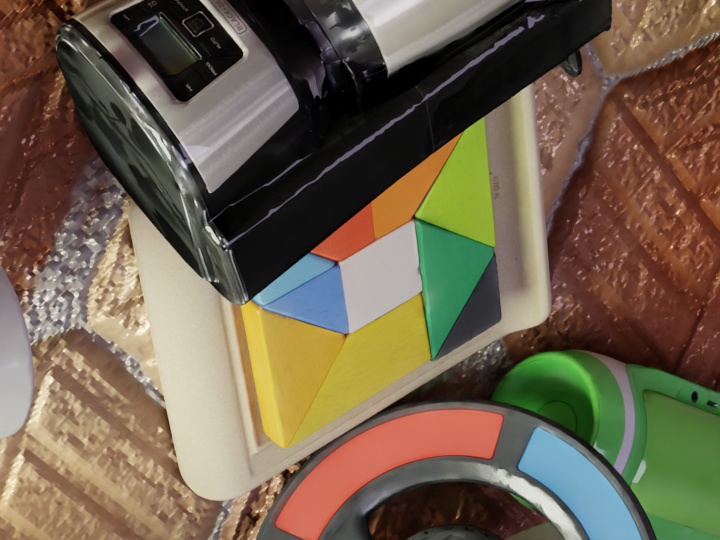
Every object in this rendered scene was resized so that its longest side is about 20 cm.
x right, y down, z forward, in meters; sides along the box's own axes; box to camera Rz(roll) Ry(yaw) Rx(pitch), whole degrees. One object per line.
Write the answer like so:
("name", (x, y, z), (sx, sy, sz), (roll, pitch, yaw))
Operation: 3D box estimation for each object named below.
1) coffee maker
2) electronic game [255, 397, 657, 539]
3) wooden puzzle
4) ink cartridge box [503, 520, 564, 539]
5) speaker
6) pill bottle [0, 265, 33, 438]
("coffee maker", (-0.005, -0.082, 1.177), (0.200, 0.135, 0.192), (-37, 133, -8))
("electronic game", (0.043, 0.157, 1.361), (0.200, 0.200, 0.042), (-45, 163, -3))
("wooden puzzle", (0.000, 0.000, 1.318), (0.200, 0.037, 0.185), (-27, 134, -21))
("ink cartridge box", (0.074, 0.241, 1.403), (0.145, 0.200, 0.084), (-24, 151, 7))
("speaker", (0.151, 0.098, 1.479), (0.200, 0.088, 0.088), (21, 106, -45))
("pill bottle", (-0.231, 0.048, 1.112), (0.200, 0.111, 0.111), (-15, 129, -31))
